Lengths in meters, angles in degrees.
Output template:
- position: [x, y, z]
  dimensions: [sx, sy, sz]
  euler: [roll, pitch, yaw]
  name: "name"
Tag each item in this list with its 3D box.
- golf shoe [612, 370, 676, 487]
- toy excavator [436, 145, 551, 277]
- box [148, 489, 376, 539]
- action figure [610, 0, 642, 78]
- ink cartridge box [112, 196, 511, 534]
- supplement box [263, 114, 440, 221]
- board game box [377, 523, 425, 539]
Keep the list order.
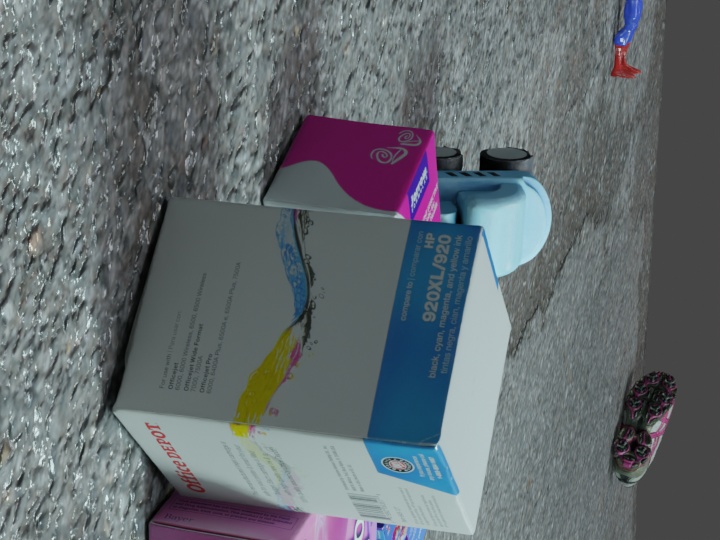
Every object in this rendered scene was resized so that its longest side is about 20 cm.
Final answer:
- position: [0.445, 0.249, 3.392]
  dimensions: [0.092, 0.072, 0.201]
  euler: [87, 27, -54]
  name: "golf shoe"
- position: [0.076, -0.031, 1.782]
  dimensions: [0.200, 0.193, 0.101]
  euler: [-122, -147, -68]
  name: "toy excavator"
- position: [-0.061, 0.207, 1.433]
  dimensions: [0.200, 0.096, 0.177]
  euler: [-52, 146, -63]
  name: "box"
- position: [0.386, -0.355, 2.818]
  dimensions: [0.065, 0.098, 0.202]
  euler: [-42, 135, -69]
  name: "action figure"
- position: [-0.024, 0.057, 1.295]
  dimensions: [0.147, 0.198, 0.146]
  euler: [67, 32, -62]
  name: "ink cartridge box"
- position: [0.000, 0.000, 1.548]
  dimensions: [0.101, 0.103, 0.201]
  euler: [-66, 156, -44]
  name: "supplement box"
- position: [0.032, 0.179, 1.862]
  dimensions: [0.135, 0.044, 0.201]
  euler: [81, 22, -47]
  name: "board game box"
